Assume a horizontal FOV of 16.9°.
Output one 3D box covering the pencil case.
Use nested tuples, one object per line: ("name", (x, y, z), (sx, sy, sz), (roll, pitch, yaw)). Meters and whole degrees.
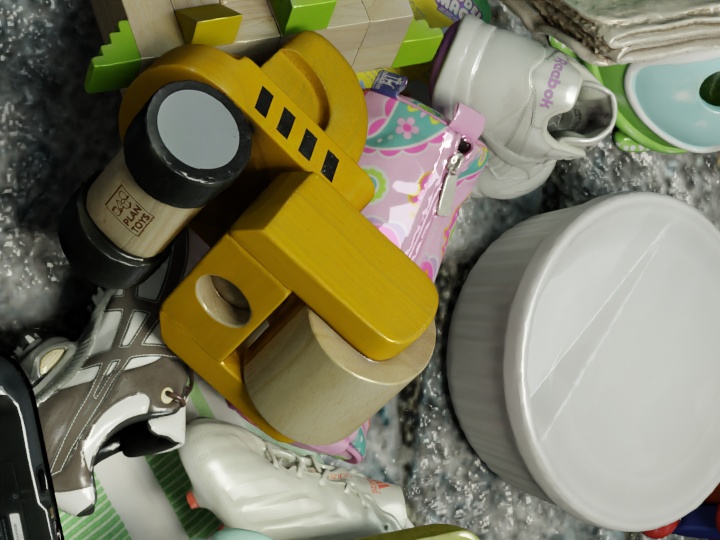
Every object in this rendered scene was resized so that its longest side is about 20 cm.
("pencil case", (0.000, 0.000, 1.297), (0.087, 0.087, 0.201), (31, 79, -35))

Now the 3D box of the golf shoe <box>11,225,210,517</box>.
("golf shoe", (-0.111, 0.046, 1.256), (0.094, 0.078, 0.200), (41, 70, 10))

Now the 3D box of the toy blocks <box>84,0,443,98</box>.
("toy blocks", (-0.068, -0.166, 1.278), (0.199, 0.100, 0.137), (-11, 65, -21))

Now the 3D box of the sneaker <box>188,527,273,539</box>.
("sneaker", (-0.095, 0.232, 1.195), (0.078, 0.140, 0.200), (25, 120, -15))

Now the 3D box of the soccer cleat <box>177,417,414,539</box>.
("soccer cleat", (-0.021, 0.129, 1.314), (0.200, 0.077, 0.069), (41, 26, -36))

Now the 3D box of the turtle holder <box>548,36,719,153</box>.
("turtle holder", (0.220, -0.127, 1.487), (0.141, 0.131, 0.186), (-35, 112, -32))

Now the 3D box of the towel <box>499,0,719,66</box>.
("towel", (0.140, -0.169, 1.377), (0.132, 0.200, 0.035), (-9, 123, -24))

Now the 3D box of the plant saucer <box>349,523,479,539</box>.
("plant saucer", (-0.015, 0.217, 1.303), (0.199, 0.048, 0.201), (-12, 124, 6))

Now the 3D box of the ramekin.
("ramekin", (0.140, 0.052, 1.459), (0.202, 0.094, 0.203), (-3, 95, -38))

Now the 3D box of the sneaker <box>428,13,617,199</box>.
("sneaker", (0.099, -0.078, 1.379), (0.200, 0.099, 0.075), (47, 61, -72))

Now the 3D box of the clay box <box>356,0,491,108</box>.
("clay box", (-0.013, -0.103, 1.360), (0.115, 0.048, 0.200), (43, 67, -32))

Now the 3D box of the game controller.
("game controller", (-0.198, 0.138, 1.204), (0.104, 0.042, 0.201), (-9, 101, 4))

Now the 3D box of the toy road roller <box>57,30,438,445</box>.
("toy road roller", (-0.037, -0.028, 1.204), (0.200, 0.123, 0.146), (44, 51, -2))

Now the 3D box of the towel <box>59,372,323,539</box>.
("towel", (-0.106, 0.132, 1.316), (0.200, 0.023, 0.153), (-41, 115, -29))

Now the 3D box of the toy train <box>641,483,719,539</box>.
("toy train", (0.264, 0.117, 1.495), (0.084, 0.200, 0.116), (15, 79, -37))
